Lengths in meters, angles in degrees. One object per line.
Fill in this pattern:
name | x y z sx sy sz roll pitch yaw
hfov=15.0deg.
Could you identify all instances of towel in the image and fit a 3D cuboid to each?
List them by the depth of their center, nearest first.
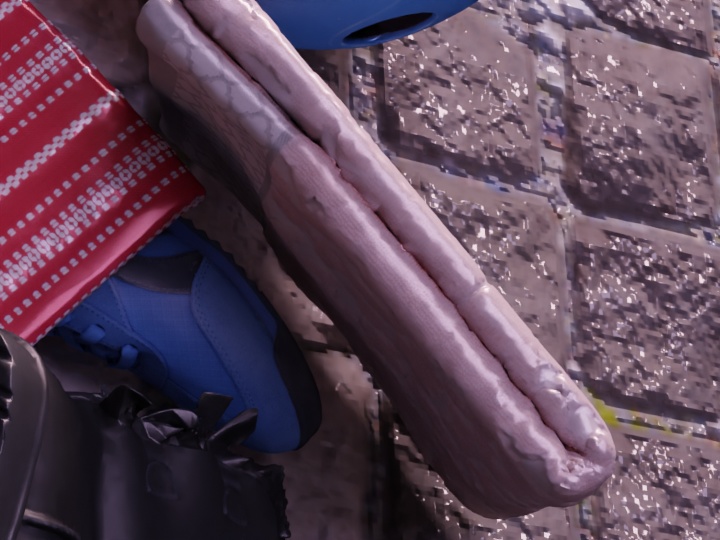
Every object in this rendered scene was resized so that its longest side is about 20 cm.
towel | -0.165 -0.047 0.838 0.145 0.022 0.200 -43 80 -17
towel | 0.000 0.000 0.862 0.032 0.200 0.191 -40 87 -6

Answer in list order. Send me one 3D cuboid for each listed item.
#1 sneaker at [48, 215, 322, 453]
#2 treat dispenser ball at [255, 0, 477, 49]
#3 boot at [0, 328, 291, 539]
sneaker | -0.101 -0.002 0.884 0.200 0.066 0.078 45 62 -2
treat dispenser ball | -0.015 -0.176 0.934 0.200 0.201 0.202 14 59 -25
boot | -0.096 0.116 0.788 0.162 0.073 0.199 37 65 -58
